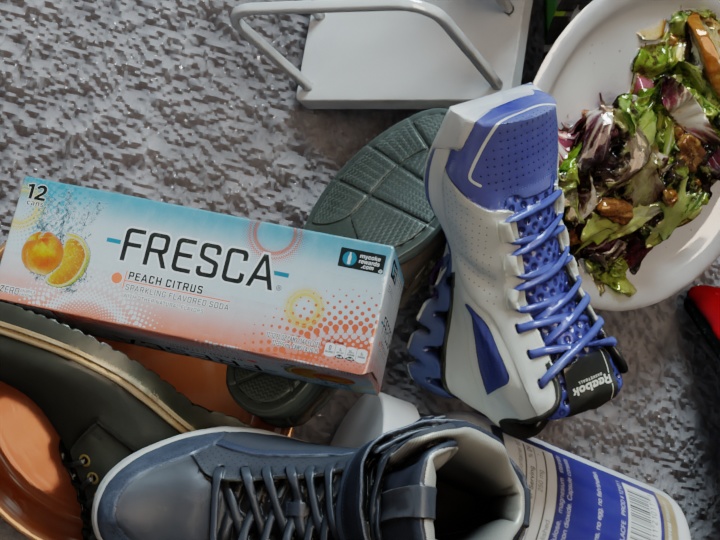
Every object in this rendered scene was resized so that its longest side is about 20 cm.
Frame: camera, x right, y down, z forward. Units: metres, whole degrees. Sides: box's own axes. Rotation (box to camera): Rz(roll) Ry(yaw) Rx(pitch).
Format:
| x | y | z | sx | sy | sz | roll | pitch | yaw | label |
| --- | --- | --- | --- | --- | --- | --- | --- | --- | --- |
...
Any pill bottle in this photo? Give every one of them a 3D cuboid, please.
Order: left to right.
| x | y | z | sx | sy | sz | roll | pitch | yaw | label |
| --- | --- | --- | --- | --- | --- | --- | --- | --- | --- |
| 0.078 | 0.149 | 0.770 | 0.199 | 0.116 | 0.117 | 24 | 74 | -14 | pill bottle |

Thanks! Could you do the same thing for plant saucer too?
| x | y | z | sx | sy | sz | roll | pitch | yaw | label |
| --- | --- | --- | --- | --- | --- | --- | --- | --- | --- |
| -0.132 | 0.061 | 0.752 | 0.198 | 0.032 | 0.203 | 3 | 80 | -20 | plant saucer |

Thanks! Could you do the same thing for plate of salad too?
| x | y | z | sx | sy | sz | roll | pitch | yaw | label |
| --- | --- | --- | --- | --- | --- | --- | --- | --- | --- |
| 0.174 | -0.070 | 0.776 | 0.198 | 0.048 | 0.202 | -11 | 112 | -29 | plate of salad |

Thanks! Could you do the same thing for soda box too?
| x | y | z | sx | sy | sz | roll | pitch | yaw | label |
| --- | --- | --- | --- | --- | --- | --- | --- | --- | --- |
| -0.081 | 0.008 | 0.687 | 0.198 | 0.064 | 0.069 | 12 | 77 | 9 | soda box |

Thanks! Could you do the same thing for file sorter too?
| x | y | z | sx | sy | sz | roll | pitch | yaw | label |
| --- | --- | --- | --- | --- | --- | --- | --- | --- | --- |
| 0.018 | -0.209 | 0.762 | 0.124 | 0.138 | 0.202 | 31 | 66 | -60 | file sorter |

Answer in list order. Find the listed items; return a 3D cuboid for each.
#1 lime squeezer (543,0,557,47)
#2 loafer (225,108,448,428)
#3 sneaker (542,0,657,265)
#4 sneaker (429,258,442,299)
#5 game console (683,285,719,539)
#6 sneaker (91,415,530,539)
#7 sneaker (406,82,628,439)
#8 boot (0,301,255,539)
| x | y | z | sx | sy | sz | roll | pitch | yaw | label |
| --- | --- | --- | --- | --- | --- | --- | --- | --- | --- |
| 0.096 | -0.110 | 0.858 | 0.071 | 0.038 | 0.200 | 41 | 71 | -9 | lime squeezer |
| 0.000 | 0.000 | 0.749 | 0.072 | 0.063 | 0.201 | 34 | 82 | 26 | loafer |
| 0.167 | -0.098 | 0.848 | 0.081 | 0.073 | 0.202 | -31 | 123 | -42 | sneaker |
| 0.068 | 0.007 | 0.804 | 0.083 | 0.081 | 0.201 | -28 | 98 | -1 | sneaker |
| 0.306 | 0.113 | 0.881 | 0.198 | 0.173 | 0.120 | 10 | 120 | -19 | game console |
| -0.021 | 0.107 | 0.616 | 0.200 | 0.146 | 0.078 | 1 | 80 | -12 | sneaker |
| 0.092 | 0.011 | 0.695 | 0.080 | 0.115 | 0.201 | -23 | 135 | -32 | sneaker |
| -0.139 | 0.115 | 0.688 | 0.199 | 0.077 | 0.139 | 31 | 77 | -12 | boot |
